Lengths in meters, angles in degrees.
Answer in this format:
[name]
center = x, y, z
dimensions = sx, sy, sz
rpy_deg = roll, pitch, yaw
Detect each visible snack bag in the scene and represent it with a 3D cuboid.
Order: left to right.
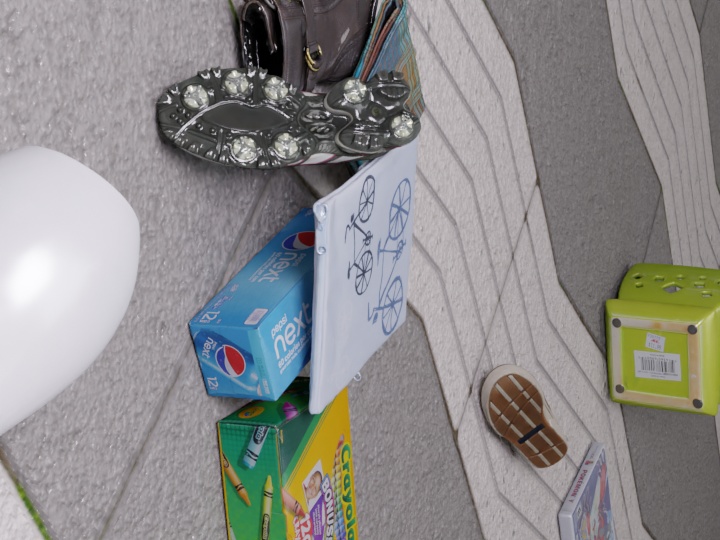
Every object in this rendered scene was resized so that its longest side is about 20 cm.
[snack bag]
center = 0.000, 0.000, 1.052
dimensions = 0.200, 0.021, 0.189
rpy_deg = -45, 143, -57

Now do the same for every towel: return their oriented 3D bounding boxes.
[towel]
center = 0.023, -0.140, 1.178
dimensions = 0.200, 0.022, 0.147
rpy_deg = 65, 43, -67

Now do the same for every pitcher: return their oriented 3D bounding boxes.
[pitcher]
center = -0.219, 0.017, 0.690
dimensions = 0.172, 0.121, 0.200
rpy_deg = 49, 59, -34

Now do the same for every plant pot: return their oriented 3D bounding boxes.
[plant pot]
center = 0.484, 0.113, 2.014
dimensions = 0.181, 0.200, 0.199
rpy_deg = -29, 119, -53

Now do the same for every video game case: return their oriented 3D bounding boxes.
[video game case]
center = 0.336, 0.384, 1.924
dimensions = 0.182, 0.023, 0.200
rpy_deg = -49, 134, -52

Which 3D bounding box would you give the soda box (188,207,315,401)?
[soda box]
center = -0.056, 0.022, 1.058
dimensions = 0.200, 0.064, 0.068
rpy_deg = -49, 134, -51

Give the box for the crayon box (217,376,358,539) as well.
[crayon box]
center = -0.055, 0.200, 1.080
dimensions = 0.119, 0.058, 0.200
rpy_deg = -28, 116, -60

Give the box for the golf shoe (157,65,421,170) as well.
[golf shoe]
center = -0.057, -0.103, 0.980
dimensions = 0.200, 0.088, 0.077
rpy_deg = -1, 77, -22

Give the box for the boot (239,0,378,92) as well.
[boot]
center = -0.041, -0.225, 1.061
dimensions = 0.174, 0.069, 0.200
rpy_deg = -31, 122, -60

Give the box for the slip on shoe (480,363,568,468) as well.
[slip on shoe]
center = 0.193, 0.166, 1.582
dimensions = 0.200, 0.076, 0.061
rpy_deg = 48, 10, -44
